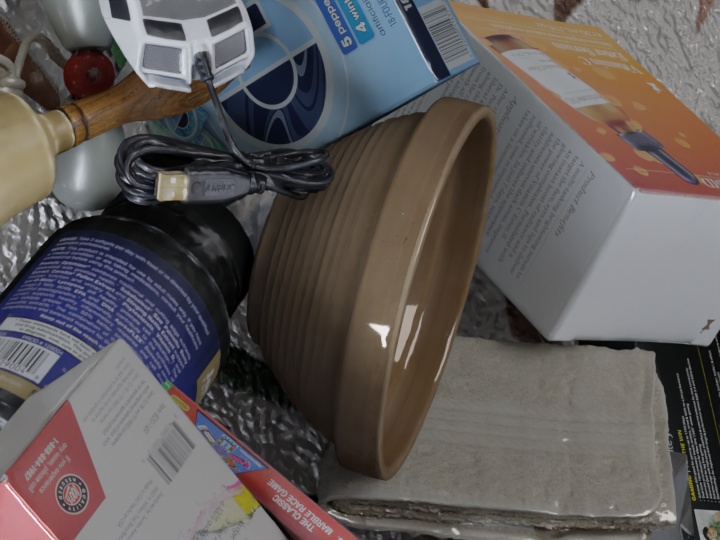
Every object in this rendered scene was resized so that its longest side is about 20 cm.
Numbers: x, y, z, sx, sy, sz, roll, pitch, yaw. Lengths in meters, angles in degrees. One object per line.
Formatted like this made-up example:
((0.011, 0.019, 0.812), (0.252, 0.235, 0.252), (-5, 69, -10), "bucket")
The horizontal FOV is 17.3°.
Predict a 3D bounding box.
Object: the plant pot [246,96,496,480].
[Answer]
((0.000, 0.000, 1.236), (0.092, 0.202, 0.202), (17, 47, 11), "plant pot")

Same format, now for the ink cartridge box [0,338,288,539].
((-0.083, 0.145, 1.017), (0.200, 0.067, 0.117), (51, 34, -11), "ink cartridge box")

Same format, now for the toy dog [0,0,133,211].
((-0.155, -0.143, 1.246), (0.131, 0.096, 0.201), (19, 93, -25), "toy dog")

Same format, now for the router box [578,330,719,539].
((0.220, 0.123, 1.517), (0.148, 0.051, 0.202), (10, 62, -40), "router box")

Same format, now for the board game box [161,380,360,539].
((-0.018, 0.135, 1.087), (0.019, 0.200, 0.103), (-41, 145, -18), "board game box")

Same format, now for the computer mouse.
((-0.089, -0.122, 1.171), (0.109, 0.044, 0.202), (-9, 73, -25), "computer mouse")

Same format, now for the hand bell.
((-0.137, -0.073, 1.179), (0.199, 0.104, 0.105), (-25, 88, -29), "hand bell")

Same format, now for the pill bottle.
((-0.132, 0.044, 1.164), (0.112, 0.112, 0.200), (49, 44, -15), "pill bottle")

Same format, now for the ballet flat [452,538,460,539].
((0.085, 0.161, 1.353), (0.072, 0.072, 0.201), (42, 46, -22), "ballet flat")

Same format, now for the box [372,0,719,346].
((0.128, -0.057, 1.412), (0.152, 0.107, 0.200), (3, 34, -44), "box")

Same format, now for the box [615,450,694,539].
((0.135, 0.219, 1.337), (0.200, 0.048, 0.160), (-47, 137, -47), "box")

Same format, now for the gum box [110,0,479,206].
((-0.053, -0.142, 1.269), (0.044, 0.199, 0.171), (-28, 91, -48), "gum box")

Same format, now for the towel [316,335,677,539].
((0.076, 0.092, 1.322), (0.198, 0.035, 0.133), (6, 44, -3), "towel")
